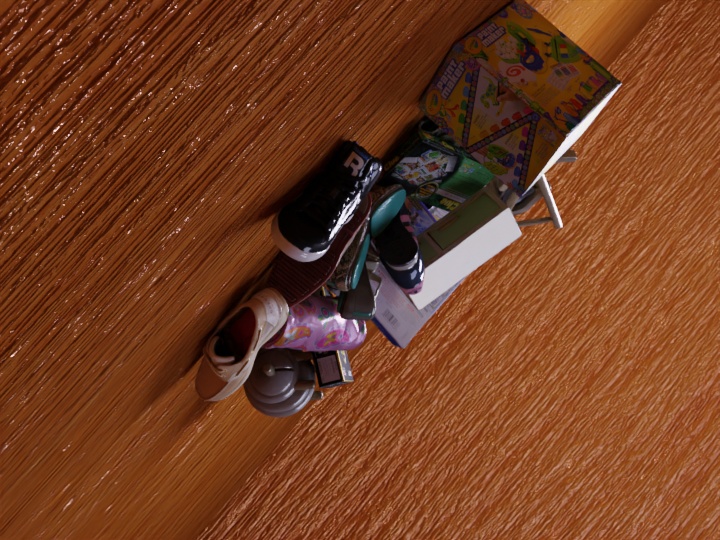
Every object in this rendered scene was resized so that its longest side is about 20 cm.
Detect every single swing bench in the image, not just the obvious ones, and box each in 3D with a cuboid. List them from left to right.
[{"bbox_3d":[0.253,-0.194,1.775,0.128,0.201,0.201,-9,147,-4],"label":"swing bench"}]

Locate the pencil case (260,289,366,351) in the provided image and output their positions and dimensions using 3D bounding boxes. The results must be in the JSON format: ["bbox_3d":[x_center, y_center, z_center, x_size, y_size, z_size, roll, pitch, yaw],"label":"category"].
[{"bbox_3d":[-0.075,0.072,1.563,0.199,0.088,0.088,7,128,-54],"label":"pencil case"}]

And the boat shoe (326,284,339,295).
[{"bbox_3d":[-0.007,-0.011,1.843,0.075,0.086,0.201,-50,-157,-27],"label":"boat shoe"}]

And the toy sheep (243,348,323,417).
[{"bbox_3d":[-0.135,0.182,1.846,0.138,0.137,0.200,-47,160,-12],"label":"toy sheep"}]

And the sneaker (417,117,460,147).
[{"bbox_3d":[0.107,-0.203,1.635,0.088,0.077,0.201,4,136,-41],"label":"sneaker"}]

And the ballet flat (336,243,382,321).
[{"bbox_3d":[0.000,0.000,1.601,0.202,0.063,0.068,-89,-169,-49],"label":"ballet flat"}]

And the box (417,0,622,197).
[{"bbox_3d":[0.220,-0.243,1.505,0.200,0.192,0.122,-41,170,-44],"label":"box"}]

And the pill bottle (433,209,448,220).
[{"bbox_3d":[0.179,-0.150,2.088,0.111,0.111,0.200,-44,172,-31],"label":"pill bottle"}]

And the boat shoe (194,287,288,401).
[{"bbox_3d":[-0.174,0.102,1.445,0.069,0.074,0.201,-16,147,-55],"label":"boat shoe"}]

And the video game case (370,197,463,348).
[{"bbox_3d":[0.059,-0.012,1.741,0.181,0.200,0.045,-46,-159,-13],"label":"video game case"}]

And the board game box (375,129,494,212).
[{"bbox_3d":[0.115,-0.144,1.633,0.105,0.024,0.199,-44,146,24],"label":"board game box"}]

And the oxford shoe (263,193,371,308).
[{"bbox_3d":[-0.054,-0.025,1.475,0.200,0.070,0.075,-48,176,-7],"label":"oxford shoe"}]

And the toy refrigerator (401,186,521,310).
[{"bbox_3d":[0.139,-0.037,1.676,0.199,0.076,0.070,-36,129,-2],"label":"toy refrigerator"}]

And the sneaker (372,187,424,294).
[{"bbox_3d":[0.050,-0.043,1.630,0.069,0.083,0.201,-17,-141,5],"label":"sneaker"}]

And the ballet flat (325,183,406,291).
[{"bbox_3d":[-0.006,-0.059,1.550,0.068,0.074,0.201,88,26,-53],"label":"ballet flat"}]

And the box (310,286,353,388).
[{"bbox_3d":[-0.057,0.115,1.847,0.049,0.162,0.200,-15,173,2],"label":"box"}]

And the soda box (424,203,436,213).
[{"bbox_3d":[0.123,-0.149,1.897,0.200,0.071,0.063,-46,172,-28],"label":"soda box"}]

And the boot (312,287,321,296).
[{"bbox_3d":[-0.075,0.036,1.658,0.073,0.075,0.201,-36,165,-52],"label":"boot"}]

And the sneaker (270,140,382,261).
[{"bbox_3d":[-0.034,-0.093,1.267,0.112,0.073,0.200,-56,179,27],"label":"sneaker"}]
